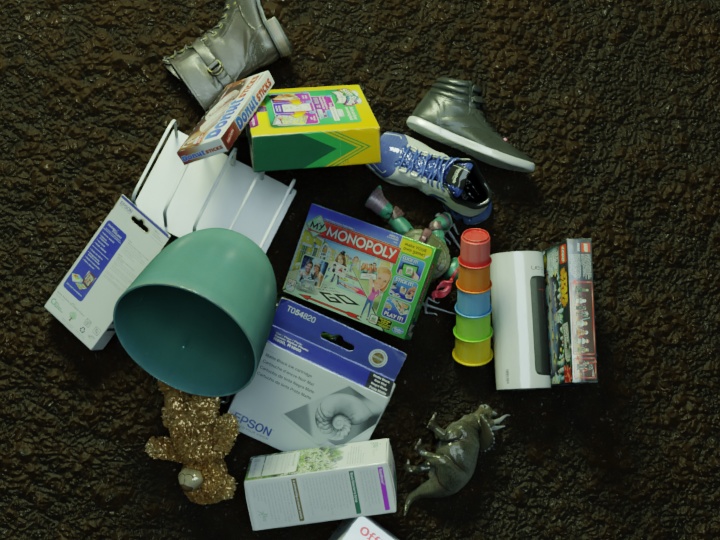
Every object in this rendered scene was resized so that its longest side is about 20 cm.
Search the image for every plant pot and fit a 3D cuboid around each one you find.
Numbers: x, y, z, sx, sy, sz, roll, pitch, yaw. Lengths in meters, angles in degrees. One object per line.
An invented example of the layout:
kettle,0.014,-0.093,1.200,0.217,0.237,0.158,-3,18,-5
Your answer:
plant pot,-0.201,0.039,1.632,0.200,0.201,0.161,27,47,-2

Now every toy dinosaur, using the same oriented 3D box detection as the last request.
toy dinosaur,0.126,0.265,1.743,0.102,0.077,0.200,29,78,5

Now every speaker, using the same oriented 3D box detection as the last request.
speaker,0.228,0.072,1.777,0.081,0.081,0.200,-1,82,-6

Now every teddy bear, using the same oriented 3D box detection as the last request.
teddy bear,-0.229,0.224,1.693,0.145,0.067,0.200,9,94,14

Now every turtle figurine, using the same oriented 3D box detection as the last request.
turtle figurine,0.084,-0.029,1.768,0.200,0.101,0.150,32,81,4

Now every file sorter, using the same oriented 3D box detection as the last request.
file sorter,-0.206,-0.106,1.728,0.200,0.125,0.139,26,80,-2

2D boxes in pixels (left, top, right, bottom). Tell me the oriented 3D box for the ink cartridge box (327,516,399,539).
ink cartridge box,-0.008,0.449,1.699,0.146,0.084,0.200,37,80,-1

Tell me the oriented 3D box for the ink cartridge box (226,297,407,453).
ink cartridge box,-0.063,0.166,1.712,0.199,0.041,0.200,24,106,-3

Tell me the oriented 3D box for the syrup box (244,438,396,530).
syrup box,-0.052,0.292,1.686,0.200,0.079,0.082,-8,107,5

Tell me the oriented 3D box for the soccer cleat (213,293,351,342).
soccer cleat,-0.111,0.064,1.748,0.200,0.068,0.081,2,81,-3

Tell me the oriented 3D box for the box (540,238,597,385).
box,0.293,0.063,1.755,0.040,0.137,0.200,0,82,-9

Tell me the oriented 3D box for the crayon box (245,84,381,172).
crayon box,-0.071,-0.200,1.719,0.172,0.200,0.058,-4,116,-7

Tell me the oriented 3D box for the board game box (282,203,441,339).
board game box,0.000,0.000,1.732,0.200,0.029,0.135,20,95,22

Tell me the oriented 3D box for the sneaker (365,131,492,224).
sneaker,0.113,-0.143,1.773,0.199,0.115,0.081,29,80,-2

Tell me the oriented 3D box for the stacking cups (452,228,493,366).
stacking cups,0.158,0.039,1.725,0.060,0.061,0.200,-7,124,-7

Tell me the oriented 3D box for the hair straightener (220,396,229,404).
hair straightener,-0.246,0.105,1.734,0.077,0.041,0.200,-42,89,1

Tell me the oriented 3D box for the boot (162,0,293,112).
boot,-0.211,-0.342,1.790,0.174,0.069,0.200,-32,80,-1

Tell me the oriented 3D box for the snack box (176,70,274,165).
snack box,-0.180,-0.209,1.675,0.072,0.200,0.024,-14,119,26

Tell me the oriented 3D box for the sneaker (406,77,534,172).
sneaker,0.177,-0.218,1.811,0.200,0.071,0.099,24,86,1

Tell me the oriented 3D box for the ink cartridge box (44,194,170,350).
ink cartridge box,-0.341,0.003,1.700,0.099,0.039,0.200,41,102,16
